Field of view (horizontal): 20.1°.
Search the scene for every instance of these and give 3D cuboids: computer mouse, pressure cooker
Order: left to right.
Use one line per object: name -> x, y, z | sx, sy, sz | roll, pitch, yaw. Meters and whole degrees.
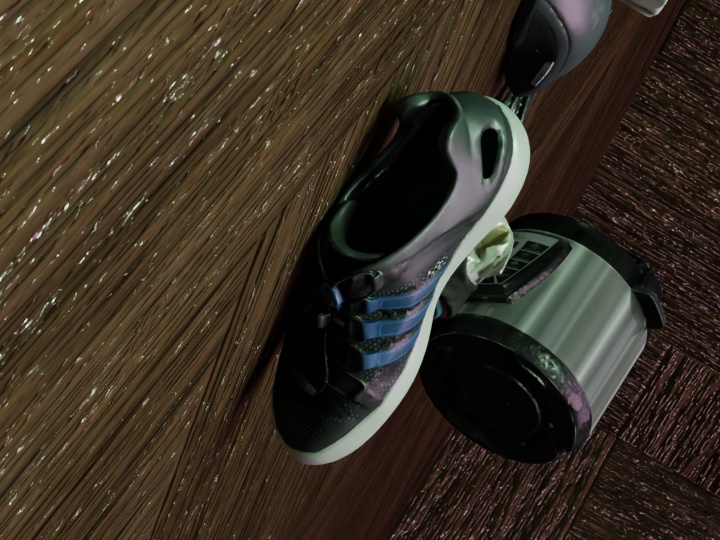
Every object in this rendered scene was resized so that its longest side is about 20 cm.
pressure cooker -> 0.163, 0.049, 1.815 | 0.200, 0.175, 0.179 | -51, 173, -33
computer mouse -> 0.139, -0.164, 1.279 | 0.141, 0.046, 0.200 | -56, 172, -22

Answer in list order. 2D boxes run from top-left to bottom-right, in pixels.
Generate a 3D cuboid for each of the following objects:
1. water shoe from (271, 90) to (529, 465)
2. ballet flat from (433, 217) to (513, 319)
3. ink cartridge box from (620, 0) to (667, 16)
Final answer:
water shoe -> 0.000, 0.000, 0.953 | 0.079, 0.071, 0.201 | 10, 114, -53
ballet flat -> 0.048, -0.015, 1.090 | 0.068, 0.068, 0.200 | -27, 173, 0
ink cartridge box -> 0.173, -0.247, 1.023 | 0.200, 0.083, 0.147 | -56, 172, -39
